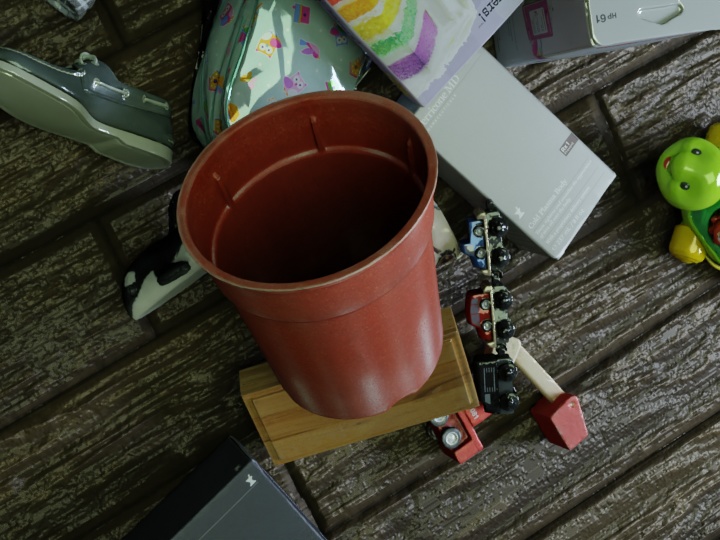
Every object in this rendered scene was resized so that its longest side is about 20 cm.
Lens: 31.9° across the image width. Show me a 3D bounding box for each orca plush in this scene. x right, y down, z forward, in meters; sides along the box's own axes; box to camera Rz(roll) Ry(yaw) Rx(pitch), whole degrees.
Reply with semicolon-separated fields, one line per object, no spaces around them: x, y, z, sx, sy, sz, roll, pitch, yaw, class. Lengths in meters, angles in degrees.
-0.142;-0.040;1.084;0.072;0.199;0.105;55;34;2;orca plush

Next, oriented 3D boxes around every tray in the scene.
0.000;0.107;1.130;0.197;0.037;0.099;-18;130;4;tray

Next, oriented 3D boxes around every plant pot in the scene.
-0.021;0.000;0.990;0.199;0.201;0.197;-31;139;-13;plant pot

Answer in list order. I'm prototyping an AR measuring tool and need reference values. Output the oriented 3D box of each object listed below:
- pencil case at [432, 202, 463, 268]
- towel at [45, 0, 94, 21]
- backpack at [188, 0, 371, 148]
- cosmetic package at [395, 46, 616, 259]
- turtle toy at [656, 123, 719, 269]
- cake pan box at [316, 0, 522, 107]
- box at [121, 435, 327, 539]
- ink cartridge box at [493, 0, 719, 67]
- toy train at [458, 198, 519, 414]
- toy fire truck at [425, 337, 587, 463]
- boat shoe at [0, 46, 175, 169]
0.000;0.000;1.155;0.198;0.078;0.090;-30;119;-13;pencil case
-0.262;-0.333;1.040;0.199;0.085;0.167;38;82;-17;towel
-0.073;-0.178;1.093;0.165;0.126;0.203;19;92;-21;backpack
0.129;-0.115;1.183;0.199;0.090;0.107;38;86;-20;cosmetic package
0.373;-0.071;1.248;0.197;0.101;0.148;20;88;-18;turtle toy
0.055;-0.268;1.029;0.200;0.052;0.184;-45;117;0;cake pan box
-0.120;0.289;1.126;0.200;0.104;0.183;-42;106;-10;box
0.221;-0.242;1.142;0.142;0.200;0.086;-11;98;-16;ink cartridge box
0.117;0.036;1.160;0.045;0.034;0.204;-5;103;1;toy train
0.119;0.108;1.217;0.140;0.049;0.202;-33;102;-13;toy fire truck
-0.231;-0.145;1.047;0.199;0.072;0.063;26;67;-47;boat shoe
